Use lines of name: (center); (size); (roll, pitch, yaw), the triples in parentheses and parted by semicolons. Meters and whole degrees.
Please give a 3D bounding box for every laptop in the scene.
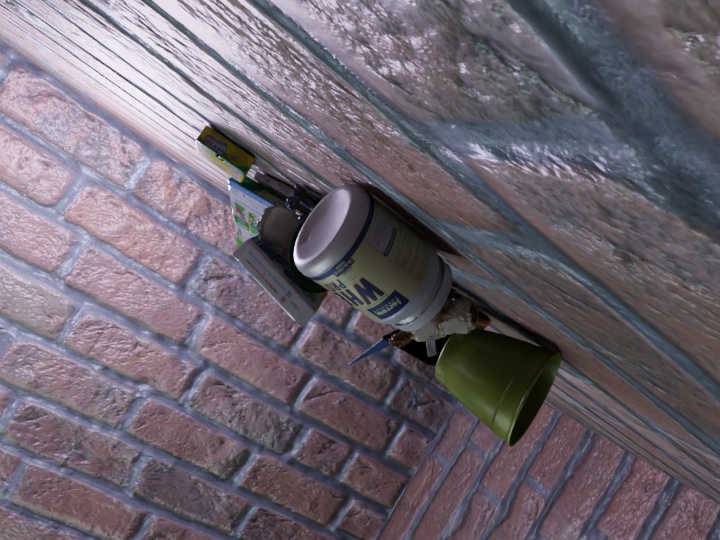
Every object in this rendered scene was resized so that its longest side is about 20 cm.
laptop: (0.112, 0.180, 1.429); (0.199, 0.117, 0.187); (27, -153, 31)

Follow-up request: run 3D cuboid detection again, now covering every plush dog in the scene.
plush dog: (0.111, 0.055, 1.276); (0.200, 0.160, 0.172); (36, -158, -23)

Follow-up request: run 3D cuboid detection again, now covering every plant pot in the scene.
plant pot: (0.257, 0.205, 1.276); (0.192, 0.201, 0.200); (28, 174, 28)

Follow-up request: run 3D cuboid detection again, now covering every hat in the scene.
hat: (-0.015, -0.021, 1.151); (0.175, 0.167, 0.199); (17, -179, 39)

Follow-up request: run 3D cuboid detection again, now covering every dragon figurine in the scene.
dragon figurine: (-0.082, -0.102, 1.303); (0.099, 0.059, 0.200); (34, 172, 23)

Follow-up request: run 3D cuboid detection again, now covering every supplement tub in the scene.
supplement tub: (0.021, -0.013, 0.934); (0.200, 0.145, 0.145); (35, 176, -27)

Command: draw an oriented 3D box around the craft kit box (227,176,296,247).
craft kit box: (-0.213, -0.092, 1.457); (0.200, 0.048, 0.199); (31, 133, 37)

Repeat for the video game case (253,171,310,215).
video game case: (-0.123, -0.141, 1.457); (0.182, 0.023, 0.200); (30, 176, 40)

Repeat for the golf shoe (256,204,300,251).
golf shoe: (-0.113, -0.060, 1.237); (0.097, 0.079, 0.200); (23, 175, 33)

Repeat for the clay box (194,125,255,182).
clay box: (-0.275, -0.234, 1.323); (0.115, 0.048, 0.200); (34, 175, -13)

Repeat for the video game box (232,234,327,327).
video game box: (-0.147, 0.010, 1.253); (0.182, 0.047, 0.200); (49, -172, -5)

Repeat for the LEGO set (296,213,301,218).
LEGO set: (-0.120, -0.050, 1.571); (0.199, 0.116, 0.154); (30, 180, -25)

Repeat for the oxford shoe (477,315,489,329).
oxford shoe: (0.243, 0.130, 1.490); (0.071, 0.073, 0.200); (33, 176, 4)
